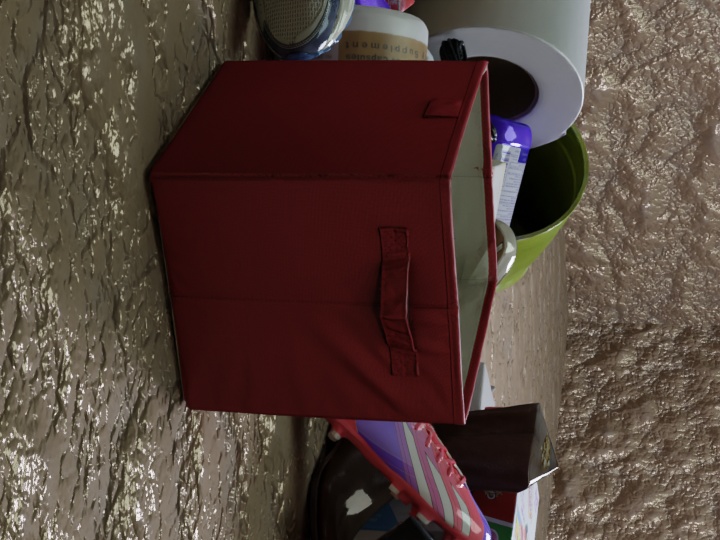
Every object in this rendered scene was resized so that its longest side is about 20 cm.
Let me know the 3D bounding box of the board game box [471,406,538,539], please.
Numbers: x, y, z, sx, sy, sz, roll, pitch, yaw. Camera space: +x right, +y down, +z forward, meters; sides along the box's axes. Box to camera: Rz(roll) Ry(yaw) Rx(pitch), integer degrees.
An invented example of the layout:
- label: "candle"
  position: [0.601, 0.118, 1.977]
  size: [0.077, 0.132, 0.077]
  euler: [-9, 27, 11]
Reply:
- label: "board game box"
  position: [0.126, 0.247, 1.408]
  size: [0.153, 0.040, 0.200]
  euler: [77, 20, -48]

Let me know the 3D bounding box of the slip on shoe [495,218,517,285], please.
- label: "slip on shoe"
  position: [0.089, 0.017, 1.502]
  size: [0.060, 0.200, 0.076]
  euler: [2, 53, -40]

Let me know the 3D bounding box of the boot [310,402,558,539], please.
- label: "boot"
  position: [0.064, 0.184, 1.335]
  size: [0.064, 0.199, 0.187]
  euler: [79, 17, -45]

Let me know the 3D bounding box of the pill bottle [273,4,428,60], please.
- label: "pill bottle"
  position: [-0.010, -0.086, 1.158]
  size: [0.114, 0.114, 0.201]
  euler: [16, 76, -78]

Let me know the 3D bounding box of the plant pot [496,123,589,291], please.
- label: "plant pot"
  position: [0.141, -0.073, 1.773]
  size: [0.193, 0.200, 0.201]
  euler: [96, 2, -61]

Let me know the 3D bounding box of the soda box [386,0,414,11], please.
- label: "soda box"
  position: [0.008, -0.321, 1.339]
  size: [0.070, 0.063, 0.201]
  euler: [-54, 145, -68]

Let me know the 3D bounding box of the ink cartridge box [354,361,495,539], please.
- label: "ink cartridge box"
  position: [0.055, 0.178, 1.469]
  size: [0.125, 0.128, 0.201]
  euler: [73, 22, -54]

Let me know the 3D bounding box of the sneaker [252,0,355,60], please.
- label: "sneaker"
  position: [-0.053, -0.240, 1.073]
  size: [0.085, 0.077, 0.201]
  euler: [36, 48, -64]

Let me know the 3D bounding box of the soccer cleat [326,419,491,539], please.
- label: "soccer cleat"
  position: [0.041, 0.144, 1.268]
  size: [0.076, 0.200, 0.067]
  euler: [-47, 180, -8]

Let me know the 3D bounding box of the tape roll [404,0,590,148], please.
- label: "tape roll"
  position: [0.136, -0.237, 1.637]
  size: [0.203, 0.202, 0.140]
  euler: [74, 20, -55]

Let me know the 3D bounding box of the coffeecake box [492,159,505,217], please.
- label: "coffeecake box"
  position: [0.068, -0.021, 1.335]
  size: [0.200, 0.073, 0.154]
  euler: [-31, 132, -79]

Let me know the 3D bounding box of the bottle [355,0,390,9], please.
- label: "bottle"
  position: [-0.002, -0.164, 1.279]
  size: [0.084, 0.065, 0.200]
  euler: [-124, -162, -47]

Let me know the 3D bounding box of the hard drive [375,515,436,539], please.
- label: "hard drive"
  position: [0.012, 0.267, 1.284]
  size: [0.038, 0.140, 0.200]
  euler: [51, -2, 21]

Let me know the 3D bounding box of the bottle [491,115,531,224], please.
- label: "bottle"
  position: [0.116, -0.058, 1.594]
  size: [0.083, 0.065, 0.201]
  euler: [2, 104, -58]

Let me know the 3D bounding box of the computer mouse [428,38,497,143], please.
- label: "computer mouse"
  position: [0.059, -0.181, 1.458]
  size: [0.200, 0.044, 0.110]
  euler: [8, 64, -54]

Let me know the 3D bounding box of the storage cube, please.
- label: "storage cube"
  position: [-0.014, -0.023, 0.987]
  size: [0.200, 0.179, 0.171]
  euler: [-68, 157, -57]
